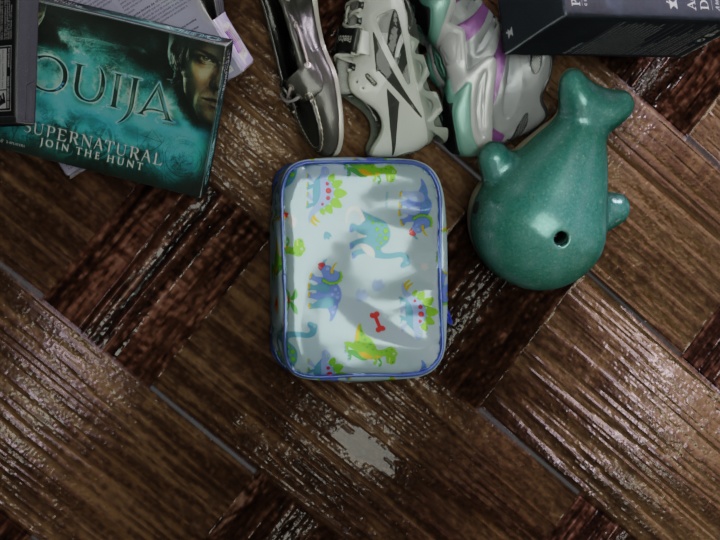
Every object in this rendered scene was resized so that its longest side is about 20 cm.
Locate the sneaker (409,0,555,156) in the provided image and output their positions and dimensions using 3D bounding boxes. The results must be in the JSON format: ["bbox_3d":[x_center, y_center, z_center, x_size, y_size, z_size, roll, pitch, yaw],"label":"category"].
[{"bbox_3d":[0.124,-0.215,1.604,0.139,0.078,0.201,-16,103,-13],"label":"sneaker"}]

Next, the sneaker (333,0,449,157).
[{"bbox_3d":[0.007,-0.197,1.575,0.088,0.074,0.201,-20,94,-13],"label":"sneaker"}]

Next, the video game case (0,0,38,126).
[{"bbox_3d":[-0.335,-0.219,1.464,0.025,0.180,0.201,1,91,-51],"label":"video game case"}]

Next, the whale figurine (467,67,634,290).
[{"bbox_3d":[0.180,-0.076,1.578,0.158,0.104,0.201,23,102,-18],"label":"whale figurine"}]

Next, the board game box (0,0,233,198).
[{"bbox_3d":[-0.214,-0.150,1.474,0.199,0.028,0.136,13,109,5],"label":"board game box"}]

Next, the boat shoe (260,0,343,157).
[{"bbox_3d":[-0.061,-0.197,1.563,0.057,0.067,0.201,-8,85,-24],"label":"boat shoe"}]

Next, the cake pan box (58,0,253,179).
[{"bbox_3d":[-0.215,-0.207,1.498,0.199,0.052,0.185,-30,102,16],"label":"cake pan box"}]

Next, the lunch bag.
[{"bbox_3d":[0.000,0.000,1.571,0.160,0.082,0.201,-2,91,-11],"label":"lunch bag"}]

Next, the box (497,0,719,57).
[{"bbox_3d":[0.226,-0.277,1.568,0.199,0.107,0.149,-3,79,-26],"label":"box"}]
